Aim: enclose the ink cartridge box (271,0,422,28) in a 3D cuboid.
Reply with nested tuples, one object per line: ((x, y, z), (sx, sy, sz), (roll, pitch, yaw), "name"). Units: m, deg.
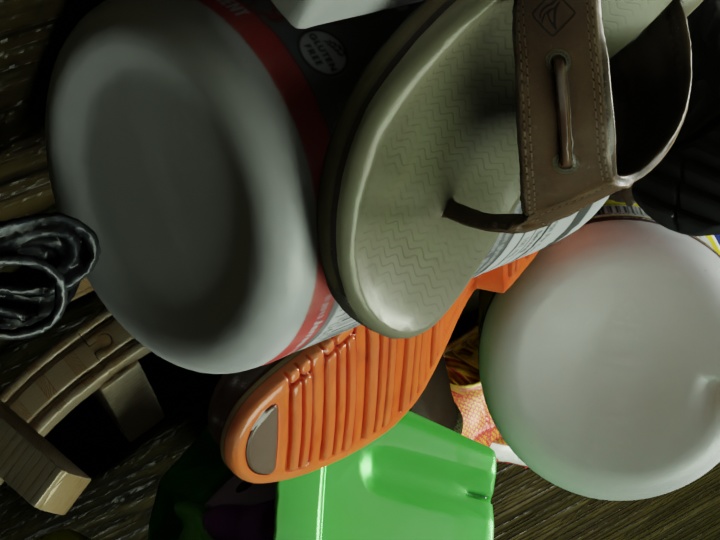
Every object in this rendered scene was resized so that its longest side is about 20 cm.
((0.050, -0.168, 0.601), (0.146, 0.086, 0.200), (-19, 151, -43), "ink cartridge box")

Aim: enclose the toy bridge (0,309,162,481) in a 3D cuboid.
((-0.089, 0.039, 0.863), (0.200, 0.027, 0.067), (-37, 160, -9), "toy bridge")

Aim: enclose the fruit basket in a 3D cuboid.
((-0.071, 0.125, 0.880), (0.215, 0.156, 0.216), (3, 157, 1), "fruit basket")

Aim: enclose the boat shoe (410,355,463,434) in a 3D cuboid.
((0.011, 0.042, 0.968), (0.202, 0.075, 0.075), (-52, -166, 49), "boat shoe")

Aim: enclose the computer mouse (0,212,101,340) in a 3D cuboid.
((-0.167, 0.057, 0.715), (0.138, 0.053, 0.200), (0, 144, -32), "computer mouse")

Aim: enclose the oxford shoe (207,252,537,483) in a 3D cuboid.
((0.000, 0.000, 0.829), (0.200, 0.073, 0.071), (-43, 151, -41), "oxford shoe")

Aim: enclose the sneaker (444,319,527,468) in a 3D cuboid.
((0.048, 0.054, 1.122), (0.200, 0.073, 0.077), (-5, 120, -63), "sneaker")

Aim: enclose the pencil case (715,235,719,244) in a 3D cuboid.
((0.181, -0.025, 1.139), (0.200, 0.078, 0.087), (-37, -179, -6), "pencil case")

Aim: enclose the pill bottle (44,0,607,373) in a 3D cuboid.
((0.012, -0.050, 0.740), (0.200, 0.116, 0.116), (-22, 154, -39), "pill bottle")

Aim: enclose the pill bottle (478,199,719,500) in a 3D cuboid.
((0.103, 0.019, 0.985), (0.109, 0.109, 0.200), (-42, -175, 9), "pill bottle")

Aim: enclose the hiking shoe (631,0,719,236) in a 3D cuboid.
((0.122, -0.099, 0.728), (0.101, 0.200, 0.076), (14, 159, -39), "hiking shoe")

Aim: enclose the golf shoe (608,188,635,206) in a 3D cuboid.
((0.143, -0.119, 0.914), (0.200, 0.078, 0.097), (-48, 179, 29), "golf shoe")

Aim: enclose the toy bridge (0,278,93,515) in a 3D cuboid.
((-0.122, 0.056, 0.799), (0.200, 0.067, 0.027), (-52, 160, 1), "toy bridge")

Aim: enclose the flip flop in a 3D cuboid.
((0.064, -0.056, 0.630), (0.200, 0.058, 0.081), (-46, 146, 13), "flip flop")
